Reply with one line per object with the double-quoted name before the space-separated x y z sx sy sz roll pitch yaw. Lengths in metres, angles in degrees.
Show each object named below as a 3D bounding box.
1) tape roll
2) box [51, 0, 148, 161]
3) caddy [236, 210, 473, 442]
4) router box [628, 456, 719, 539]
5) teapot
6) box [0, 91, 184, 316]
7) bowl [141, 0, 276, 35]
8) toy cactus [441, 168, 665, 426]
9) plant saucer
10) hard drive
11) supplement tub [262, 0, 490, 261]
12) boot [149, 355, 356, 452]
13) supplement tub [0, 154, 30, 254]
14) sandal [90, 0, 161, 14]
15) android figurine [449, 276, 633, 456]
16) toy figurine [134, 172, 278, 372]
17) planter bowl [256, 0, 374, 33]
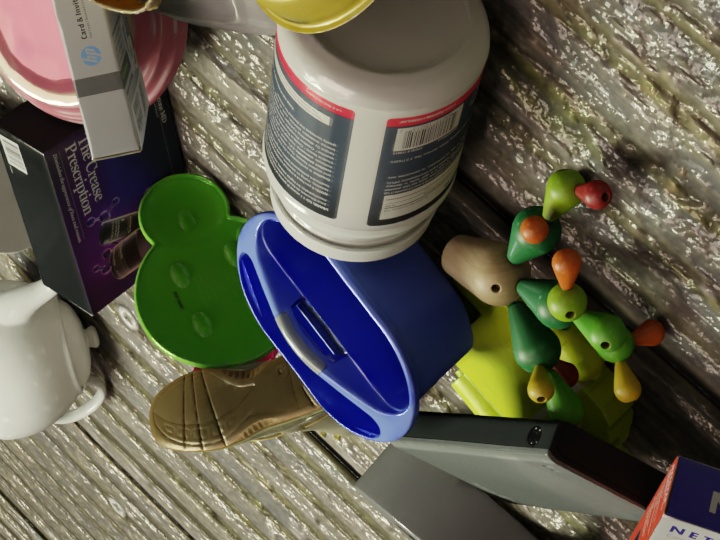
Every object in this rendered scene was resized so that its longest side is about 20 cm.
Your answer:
"tape roll" 0.089 0.226 1.464 0.200 0.066 0.200 40 172 6
"box" -0.201 -0.198 1.271 0.156 0.041 0.200 -105 4 -70
"caddy" -0.013 0.035 1.291 0.200 0.105 0.141 52 145 10
"router box" 0.285 0.220 1.186 0.200 0.049 0.180 18 146 5
"teapot" -0.373 0.097 1.975 0.200 0.146 0.198 -157 53 -82
"box" -0.236 -0.081 1.556 0.079 0.141 0.200 28 145 31
"bowl" -0.121 -0.258 1.251 0.200 0.075 0.200 19 139 46
"toy cactus" 0.129 0.008 1.196 0.165 0.102 0.200 27 141 44
"plant saucer" -0.240 -0.213 1.403 0.200 0.051 0.201 9 115 20
"hard drive" 0.131 0.146 1.279 0.140 0.033 0.200 29 164 -28
"supplement tub" 0.006 -0.111 1.172 0.140 0.140 0.200 40 150 18
"boot" -0.067 0.118 1.489 0.200 0.155 0.072 -17 74 24
"supplement tub" -0.419 -0.101 1.804 0.200 0.132 0.132 19 139 42
"sandal" -0.157 -0.207 1.147 0.212 0.070 0.078 31 143 67
"android figurine" 0.134 0.082 1.329 0.200 0.041 0.182 50 152 4
"toy figurine" -0.137 0.035 1.592 0.184 0.150 0.200 93 151 -64
"planter bowl" -0.048 -0.250 1.031 0.200 0.083 0.201 -11 76 50
